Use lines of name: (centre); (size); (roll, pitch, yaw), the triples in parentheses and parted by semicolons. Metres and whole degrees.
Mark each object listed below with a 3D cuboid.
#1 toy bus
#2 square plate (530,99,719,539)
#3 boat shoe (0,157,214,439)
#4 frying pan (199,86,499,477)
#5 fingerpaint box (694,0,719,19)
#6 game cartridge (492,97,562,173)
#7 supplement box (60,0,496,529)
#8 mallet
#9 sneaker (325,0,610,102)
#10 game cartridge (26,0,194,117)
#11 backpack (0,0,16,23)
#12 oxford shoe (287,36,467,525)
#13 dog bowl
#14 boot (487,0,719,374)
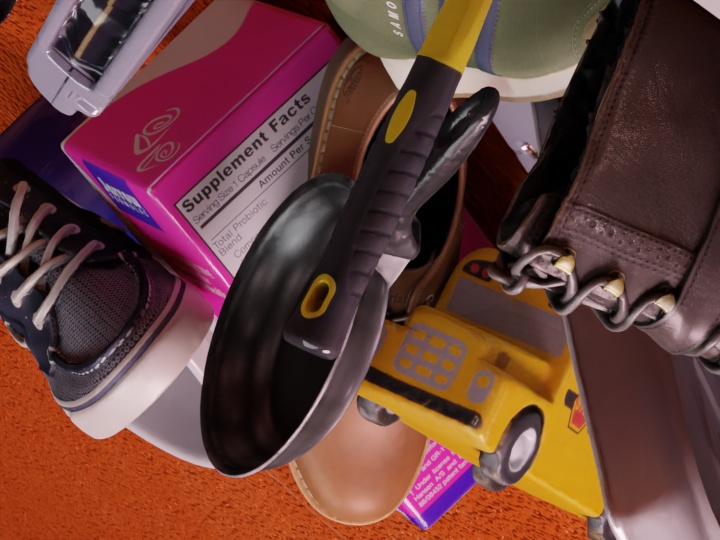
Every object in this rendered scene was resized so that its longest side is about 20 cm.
toy bus: (0.071, 0.050, 1.026); (0.065, 0.078, 0.200); (24, 174, 30)
square plate: (0.110, 0.064, 0.909); (0.198, 0.028, 0.200); (-96, -18, -46)
boat shoe: (-0.125, 0.006, 1.100); (0.093, 0.075, 0.200); (42, 173, -15)
frying pan: (-0.004, -0.008, 0.949); (0.031, 0.190, 0.115); (23, -155, -24)
fingerpaint box: (0.108, -0.144, 0.661); (0.167, 0.073, 0.200); (38, 160, 12)
game cartridge: (0.129, -0.014, 0.950); (0.200, 0.040, 0.133); (48, 155, -19)
supplement box: (-0.014, -0.005, 1.112); (0.200, 0.103, 0.101); (53, 167, -26)
mallet: (0.034, -0.065, 0.797); (0.066, 0.200, 0.041); (13, 171, 36)
sneaker: (0.035, -0.106, 0.876); (0.090, 0.067, 0.200); (45, 161, -19)
game cartridge: (-0.045, -0.128, 0.880); (0.041, 0.133, 0.200); (43, 160, -4)
backpack: (-0.147, -0.172, 0.897); (0.200, 0.190, 0.154); (50, 165, -9)
oxford shoe: (0.005, 0.011, 1.020); (0.071, 0.071, 0.200); (-118, 30, -67)
dog bowl: (-0.114, 0.005, 1.366); (0.200, 0.079, 0.200); (35, 160, 15)
boot: (0.113, 0.024, 0.787); (0.174, 0.200, 0.069); (22, 163, -21)
